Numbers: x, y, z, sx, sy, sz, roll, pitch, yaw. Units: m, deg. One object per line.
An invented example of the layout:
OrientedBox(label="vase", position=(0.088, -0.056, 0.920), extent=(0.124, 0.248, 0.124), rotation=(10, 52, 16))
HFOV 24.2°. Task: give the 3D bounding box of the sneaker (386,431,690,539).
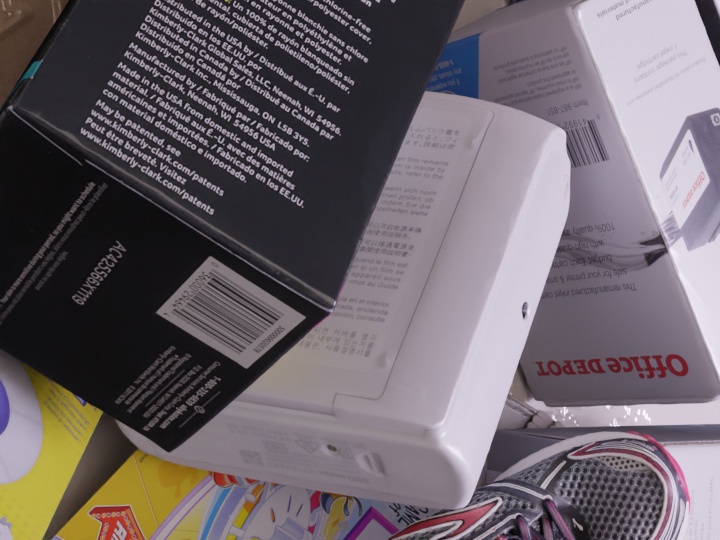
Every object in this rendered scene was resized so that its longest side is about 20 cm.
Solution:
OrientedBox(label="sneaker", position=(0.047, 0.133, 0.682), extent=(0.199, 0.075, 0.081), rotation=(-31, 76, -3))

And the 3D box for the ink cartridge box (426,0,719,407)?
OrientedBox(label="ink cartridge box", position=(0.122, -0.040, 0.849), extent=(0.083, 0.145, 0.202), rotation=(-30, 102, -32))

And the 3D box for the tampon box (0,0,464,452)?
OrientedBox(label="tampon box", position=(-0.059, -0.064, 0.640), extent=(0.126, 0.150, 0.201), rotation=(33, 54, -12))

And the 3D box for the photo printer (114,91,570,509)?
OrientedBox(label="photo printer", position=(0.000, 0.000, 0.742), extent=(0.070, 0.165, 0.201), rotation=(72, 32, -46))

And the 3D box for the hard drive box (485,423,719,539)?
OrientedBox(label="hard drive box", position=(0.154, 0.154, 0.805), extent=(0.199, 0.076, 0.158), rotation=(4, 89, -39))

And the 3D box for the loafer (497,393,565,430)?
OrientedBox(label="loafer", position=(0.118, 0.134, 0.879), extent=(0.200, 0.063, 0.072), rotation=(50, 63, -20))

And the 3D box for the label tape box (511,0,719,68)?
OrientedBox(label="label tape box", position=(0.150, -0.141, 0.877), extent=(0.066, 0.143, 0.202), rotation=(-30, 103, -32))

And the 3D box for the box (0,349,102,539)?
OrientedBox(label="box", position=(-0.163, 0.051, 0.653), extent=(0.118, 0.048, 0.201), rotation=(50, 24, -19))

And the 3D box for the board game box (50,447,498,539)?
OrientedBox(label="board game box", position=(-0.043, 0.117, 0.759), extent=(0.134, 0.034, 0.200), rotation=(40, 62, 4))

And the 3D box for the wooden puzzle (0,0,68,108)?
OrientedBox(label="wooden puzzle", position=(-0.152, -0.149, 0.739), extent=(0.184, 0.046, 0.202), rotation=(-4, 93, -34))
